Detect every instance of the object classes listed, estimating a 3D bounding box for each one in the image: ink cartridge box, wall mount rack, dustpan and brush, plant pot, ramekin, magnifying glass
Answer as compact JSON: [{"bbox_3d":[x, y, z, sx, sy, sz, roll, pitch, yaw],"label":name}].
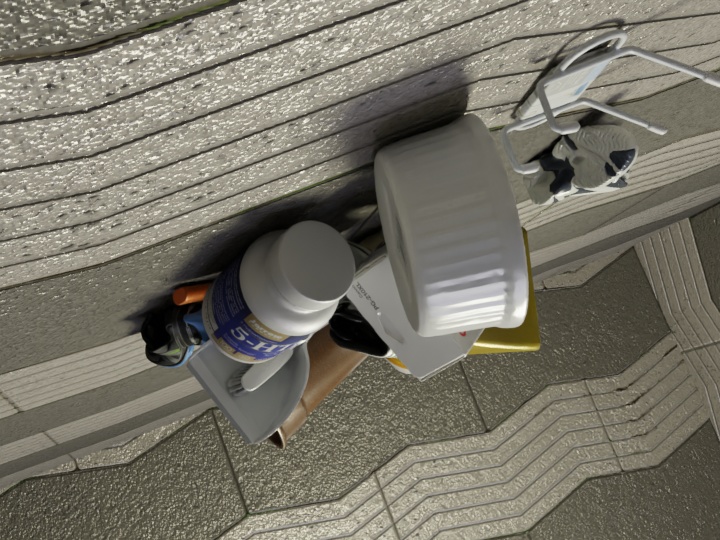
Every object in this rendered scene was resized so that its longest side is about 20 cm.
[{"bbox_3d":[0.091,0.006,0.981,0.084,0.145,0.200,-35,-172,42],"label":"ink cartridge box"},{"bbox_3d":[0.230,-0.158,0.796,0.172,0.075,0.200,-21,172,-10],"label":"wall mount rack"},{"bbox_3d":[-0.099,0.102,1.055,0.200,0.140,0.057,-41,-173,-28],"label":"dustpan and brush"},{"bbox_3d":[-0.096,0.108,1.188,0.198,0.201,0.200,-37,177,-20],"label":"plant pot"},{"bbox_3d":[0.157,0.044,1.392,0.175,0.203,0.199,-4,175,-33],"label":"plant pot"},{"bbox_3d":[0.078,-0.035,0.780,0.096,0.203,0.201,-14,171,-4],"label":"ramekin"},{"bbox_3d":[-0.161,0.021,1.083,0.079,0.023,0.199,-27,169,33],"label":"magnifying glass"}]

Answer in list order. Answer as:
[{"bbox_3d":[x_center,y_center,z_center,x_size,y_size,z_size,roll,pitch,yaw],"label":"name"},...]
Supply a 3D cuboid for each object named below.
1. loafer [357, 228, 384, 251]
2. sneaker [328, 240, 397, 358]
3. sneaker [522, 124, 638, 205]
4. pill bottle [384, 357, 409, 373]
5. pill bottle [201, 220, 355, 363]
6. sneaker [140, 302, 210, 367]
[{"bbox_3d":[0.000,0.000,1.201,0.068,0.076,0.200,-17,161,-20],"label":"loafer"},{"bbox_3d":[-0.010,0.028,1.007,0.115,0.201,0.076,4,126,-54],"label":"sneaker"},{"bbox_3d":[0.311,-0.143,1.069,0.128,0.080,0.199,-20,171,-24],"label":"sneaker"},{"bbox_3d":[0.076,0.070,1.171,0.108,0.110,0.201,-20,152,-12],"label":"pill bottle"},{"bbox_3d":[-0.091,0.023,0.940,0.119,0.121,0.200,-16,169,-34],"label":"pill bottle"},{"bbox_3d":[-0.252,0.080,1.107,0.082,0.072,0.199,9,160,-25],"label":"sneaker"}]
